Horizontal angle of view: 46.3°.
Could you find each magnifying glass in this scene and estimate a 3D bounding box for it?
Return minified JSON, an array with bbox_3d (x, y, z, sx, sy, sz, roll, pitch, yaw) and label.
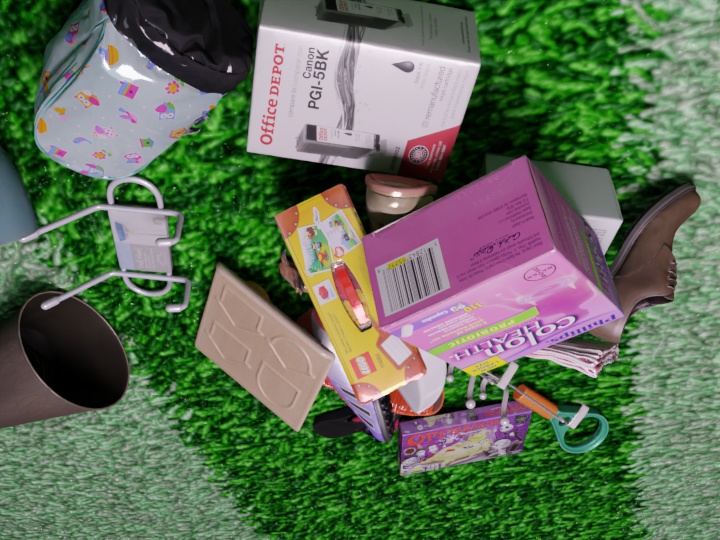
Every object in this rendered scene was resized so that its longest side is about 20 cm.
[{"bbox_3d":[0.293,0.215,1.234,0.199,0.023,0.080,33,110,-31],"label":"magnifying glass"}]

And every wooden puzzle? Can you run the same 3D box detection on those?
[{"bbox_3d":[-0.120,0.094,1.068,0.184,0.046,0.201,38,141,11],"label":"wooden puzzle"}]

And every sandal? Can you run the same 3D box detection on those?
[{"bbox_3d":[0.016,0.226,1.255,0.198,0.046,0.075,-24,132,26],"label":"sandal"}]

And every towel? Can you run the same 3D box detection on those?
[{"bbox_3d":[0.229,0.096,1.014,0.144,0.031,0.199,7,-179,23],"label":"towel"}]

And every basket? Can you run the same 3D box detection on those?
[{"bbox_3d":[-0.435,0.133,1.107,0.198,0.138,0.180,-21,130,29],"label":"basket"}]

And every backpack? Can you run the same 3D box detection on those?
[{"bbox_3d":[-0.212,-0.177,0.756,0.198,0.128,0.166,-29,134,34],"label":"backpack"}]

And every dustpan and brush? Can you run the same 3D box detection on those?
[{"bbox_3d":[0.070,0.083,1.023,0.057,0.141,0.200,-30,166,-19],"label":"dustpan and brush"}]

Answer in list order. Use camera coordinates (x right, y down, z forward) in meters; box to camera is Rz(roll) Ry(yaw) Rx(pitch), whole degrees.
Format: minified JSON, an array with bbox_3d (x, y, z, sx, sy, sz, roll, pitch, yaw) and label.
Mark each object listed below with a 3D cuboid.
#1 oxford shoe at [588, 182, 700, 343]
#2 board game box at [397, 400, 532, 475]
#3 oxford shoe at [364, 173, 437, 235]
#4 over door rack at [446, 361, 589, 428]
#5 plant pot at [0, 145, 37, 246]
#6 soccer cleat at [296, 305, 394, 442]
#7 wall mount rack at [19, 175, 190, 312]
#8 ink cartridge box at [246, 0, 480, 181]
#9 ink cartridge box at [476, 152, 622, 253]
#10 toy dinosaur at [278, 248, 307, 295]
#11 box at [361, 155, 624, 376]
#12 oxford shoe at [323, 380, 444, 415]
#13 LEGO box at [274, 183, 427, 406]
[{"bbox_3d":[0.312,-0.005,0.906,0.084,0.201,0.073,36,175,22],"label":"oxford shoe"},{"bbox_3d":[0.153,0.251,1.265,0.196,0.033,0.121,-9,135,-6],"label":"board game box"},{"bbox_3d":[0.038,-0.054,0.841,0.069,0.075,0.200,11,-179,8],"label":"oxford shoe"},{"bbox_3d":[0.168,0.153,1.086,0.147,0.068,0.199,30,170,-29],"label":"over door rack"},{"bbox_3d":[-0.434,-0.093,0.832,0.196,0.200,0.137,-4,105,6],"label":"plant pot"},{"bbox_3d":[-0.015,0.133,1.083,0.072,0.068,0.203,-21,101,10],"label":"soccer cleat"},{"bbox_3d":[-0.287,-0.015,0.975,0.170,0.075,0.202,4,137,-2],"label":"wall mount rack"},{"bbox_3d":[-0.003,-0.174,0.784,0.196,0.084,0.148,7,139,-7],"label":"ink cartridge box"},{"bbox_3d":[0.185,-0.022,0.946,0.144,0.084,0.202,6,138,-7],"label":"ink cartridge box"},{"bbox_3d":[0.000,0.000,0.985,0.198,0.086,0.136,-32,105,16],"label":"toy dinosaur"},{"bbox_3d":[0.129,0.008,0.804,0.174,0.098,0.199,-25,150,24],"label":"box"},{"bbox_3d":[0.022,0.146,1.157,0.197,0.072,0.072,22,174,-14],"label":"oxford shoe"},{"bbox_3d":[-0.011,0.019,0.875,0.076,0.149,0.203,-25,94,-1],"label":"LEGO box"}]
